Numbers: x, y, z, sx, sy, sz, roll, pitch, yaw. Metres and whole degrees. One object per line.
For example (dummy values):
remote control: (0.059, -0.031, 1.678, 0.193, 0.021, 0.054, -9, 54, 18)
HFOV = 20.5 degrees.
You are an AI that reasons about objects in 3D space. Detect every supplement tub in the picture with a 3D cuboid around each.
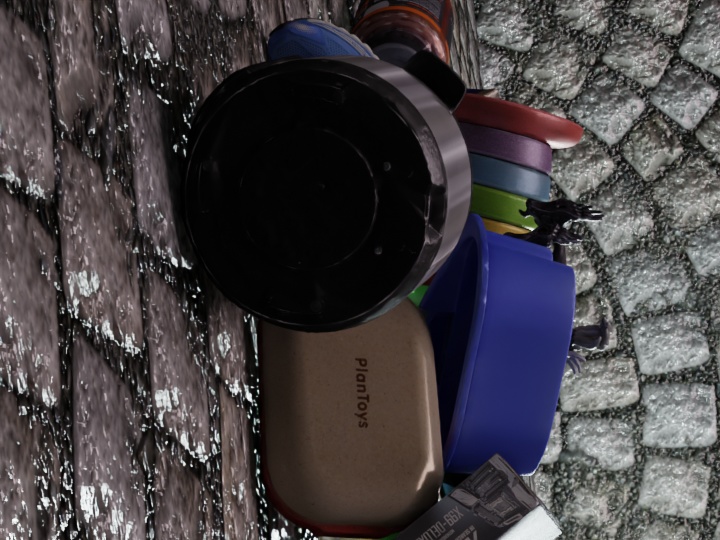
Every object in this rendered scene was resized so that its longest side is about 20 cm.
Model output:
supplement tub: (0.040, -0.231, 2.039, 0.200, 0.106, 0.107, -78, 158, -65)

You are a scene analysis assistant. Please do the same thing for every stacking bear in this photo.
stacking bear: (0.100, -0.040, 1.674, 0.114, 0.121, 0.201, 12, 92, -73)

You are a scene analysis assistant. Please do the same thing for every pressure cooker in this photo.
pressure cooker: (-0.016, -0.053, 1.306, 0.200, 0.175, 0.180, -32, 117, -76)

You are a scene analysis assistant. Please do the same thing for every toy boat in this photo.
toy boat: (-0.018, 0.103, 1.425, 0.131, 0.130, 0.201, 127, -35, -58)

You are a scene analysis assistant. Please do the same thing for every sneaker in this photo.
sneaker: (-0.008, -0.114, 1.594, 0.200, 0.078, 0.089, 53, 27, -3)

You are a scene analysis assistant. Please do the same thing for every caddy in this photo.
caddy: (0.085, 0.059, 1.478, 0.141, 0.104, 0.201, -125, -135, -75)

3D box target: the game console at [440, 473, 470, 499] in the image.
game console: (0.058, 0.257, 1.625, 0.200, 0.116, 0.177, 165, -90, -82)

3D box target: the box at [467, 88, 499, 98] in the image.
box: (0.054, -0.116, 1.891, 0.032, 0.199, 0.122, -30, 117, -40)

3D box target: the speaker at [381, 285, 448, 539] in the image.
speaker: (0.038, 0.117, 1.609, 0.088, 0.088, 0.201, -69, 171, -72)

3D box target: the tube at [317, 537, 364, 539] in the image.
tube: (-0.004, 0.226, 1.555, 0.058, 0.052, 0.200, 43, -10, 33)

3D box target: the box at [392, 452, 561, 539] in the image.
box: (0.046, 0.219, 1.410, 0.050, 0.200, 0.158, 50, -1, 17)

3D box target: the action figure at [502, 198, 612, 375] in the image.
action figure: (0.146, 0.050, 1.603, 0.119, 0.102, 0.201, -49, 153, -60)
